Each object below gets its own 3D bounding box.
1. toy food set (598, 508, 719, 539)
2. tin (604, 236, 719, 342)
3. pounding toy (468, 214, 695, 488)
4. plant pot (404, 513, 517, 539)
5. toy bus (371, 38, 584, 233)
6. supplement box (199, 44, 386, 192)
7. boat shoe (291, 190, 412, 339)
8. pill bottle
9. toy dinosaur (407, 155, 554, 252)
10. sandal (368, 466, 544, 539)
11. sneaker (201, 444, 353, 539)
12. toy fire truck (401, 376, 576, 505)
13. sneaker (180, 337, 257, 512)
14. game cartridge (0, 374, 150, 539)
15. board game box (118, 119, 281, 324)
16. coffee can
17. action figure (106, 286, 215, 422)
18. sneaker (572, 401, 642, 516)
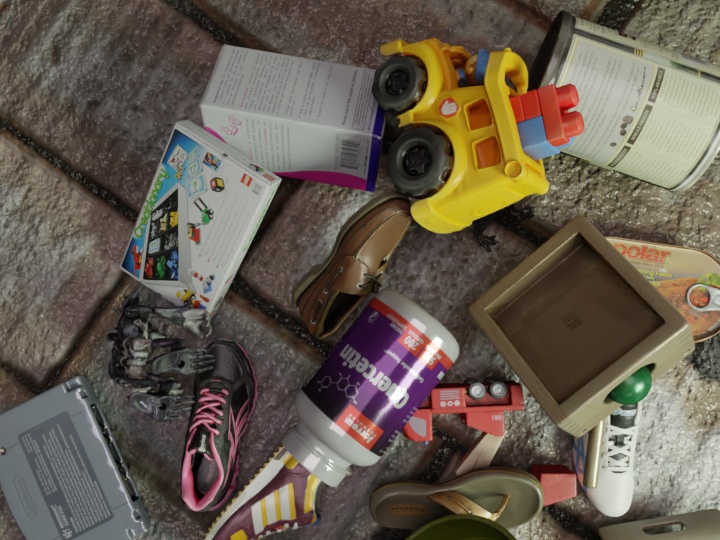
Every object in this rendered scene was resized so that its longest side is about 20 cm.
[{"bbox_3d":[0.354,0.383,0.747,0.143,0.060,0.201,-9,93,-1],"label":"toy food set"},{"bbox_3d":[0.338,0.022,0.784,0.199,0.042,0.113,9,89,2],"label":"tin"},{"bbox_3d":[0.239,0.091,0.700,0.184,0.142,0.200,-41,57,10],"label":"pounding toy"},{"bbox_3d":[0.136,0.388,0.668,0.200,0.200,0.193,-46,118,-3],"label":"plant pot"},{"bbox_3d":[0.126,-0.159,0.678,0.191,0.135,0.201,-18,78,30],"label":"toy bus"},{"bbox_3d":[-0.071,-0.174,0.759,0.199,0.101,0.104,9,60,1],"label":"supplement box"},{"bbox_3d":[0.000,0.000,0.731,0.200,0.072,0.068,-50,51,35],"label":"boat shoe"},{"bbox_3d":[0.008,0.126,0.704,0.112,0.112,0.200,38,84,4],"label":"pill bottle"},{"bbox_3d":[0.153,-0.078,0.781,0.200,0.048,0.088,-34,112,24],"label":"toy dinosaur"},{"bbox_3d":[0.104,0.269,0.732,0.199,0.054,0.081,-8,112,12],"label":"sandal"},{"bbox_3d":[-0.096,0.275,0.746,0.090,0.075,0.200,40,87,9],"label":"sneaker"},{"bbox_3d":[0.142,0.198,0.764,0.199,0.049,0.142,-3,87,1],"label":"toy fire truck"},{"bbox_3d":[-0.167,0.177,0.747,0.078,0.095,0.201,4,84,3],"label":"sneaker"},{"bbox_3d":[-0.347,0.242,0.772,0.133,0.040,0.201,-25,85,-5],"label":"game cartridge"},{"bbox_3d":[-0.187,-0.052,0.752,0.126,0.035,0.201,33,115,3],"label":"board game box"},{"bbox_3d":[0.293,-0.189,0.748,0.199,0.146,0.147,20,85,2],"label":"coffee can"},{"bbox_3d":[-0.225,0.095,0.736,0.102,0.200,0.120,16,96,-34],"label":"action figure"},{"bbox_3d":[0.286,0.181,0.753,0.071,0.072,0.201,1,86,-1],"label":"sneaker"}]
